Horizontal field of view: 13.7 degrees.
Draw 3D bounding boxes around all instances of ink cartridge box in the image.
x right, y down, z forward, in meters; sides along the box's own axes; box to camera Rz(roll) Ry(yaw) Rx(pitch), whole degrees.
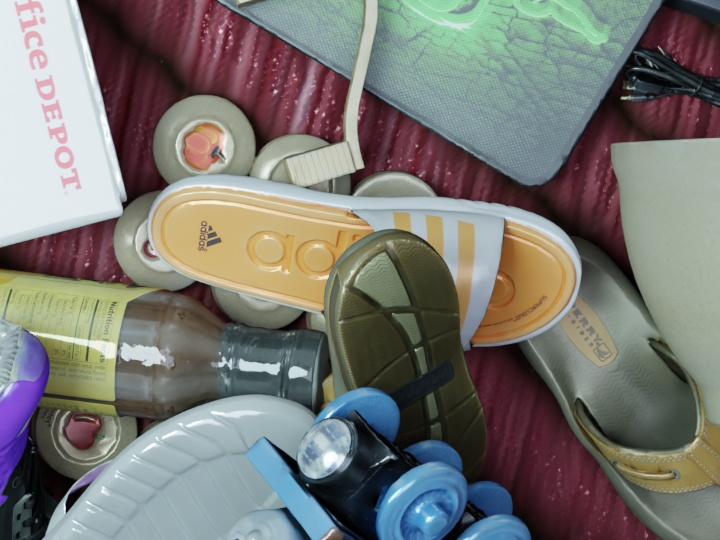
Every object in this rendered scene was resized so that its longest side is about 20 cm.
[{"bbox_3d":[-0.221,-0.073,1.391,0.200,0.084,0.145,-15,96,-4],"label":"ink cartridge box"}]

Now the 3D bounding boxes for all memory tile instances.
[{"bbox_3d":[-0.058,0.027,1.451,0.153,0.017,0.200,23,92,-7],"label":"memory tile"}]

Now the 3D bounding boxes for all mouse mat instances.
[{"bbox_3d":[0.045,-0.154,1.440,0.200,0.008,0.161,31,92,0],"label":"mouse mat"}]

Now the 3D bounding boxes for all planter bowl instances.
[{"bbox_3d":[0.217,0.004,1.379,0.200,0.200,0.135,-2,91,-6],"label":"planter bowl"}]

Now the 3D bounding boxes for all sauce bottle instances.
[{"bbox_3d":[-0.116,0.038,1.402,0.200,0.065,0.065,8,94,6],"label":"sauce bottle"}]

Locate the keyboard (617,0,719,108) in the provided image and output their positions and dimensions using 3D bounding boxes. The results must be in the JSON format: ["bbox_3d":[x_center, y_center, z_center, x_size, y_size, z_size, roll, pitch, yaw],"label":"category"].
[{"bbox_3d":[0.199,-0.128,1.462,0.200,0.021,0.127,17,93,-6],"label":"keyboard"}]

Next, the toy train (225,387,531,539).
[{"bbox_3d":[0.016,0.135,1.330,0.114,0.087,0.200,-47,138,3],"label":"toy train"}]

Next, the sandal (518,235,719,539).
[{"bbox_3d":[0.144,0.068,1.448,0.080,0.054,0.200,-41,97,-1],"label":"sandal"}]

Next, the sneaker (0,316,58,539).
[{"bbox_3d":[-0.174,0.097,1.387,0.099,0.070,0.200,25,135,-19],"label":"sneaker"}]

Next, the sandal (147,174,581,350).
[{"bbox_3d":[-0.001,0.007,1.401,0.207,0.059,0.079,8,122,3],"label":"sandal"}]

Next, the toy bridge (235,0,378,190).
[{"bbox_3d":[-0.029,-0.143,1.423,0.067,0.027,0.200,-16,91,-3],"label":"toy bridge"}]

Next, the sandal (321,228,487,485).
[{"bbox_3d":[0.011,0.054,1.368,0.080,0.054,0.200,-26,134,-20],"label":"sandal"}]

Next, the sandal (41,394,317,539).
[{"bbox_3d":[-0.103,0.116,1.373,0.203,0.050,0.082,-39,119,15],"label":"sandal"}]
